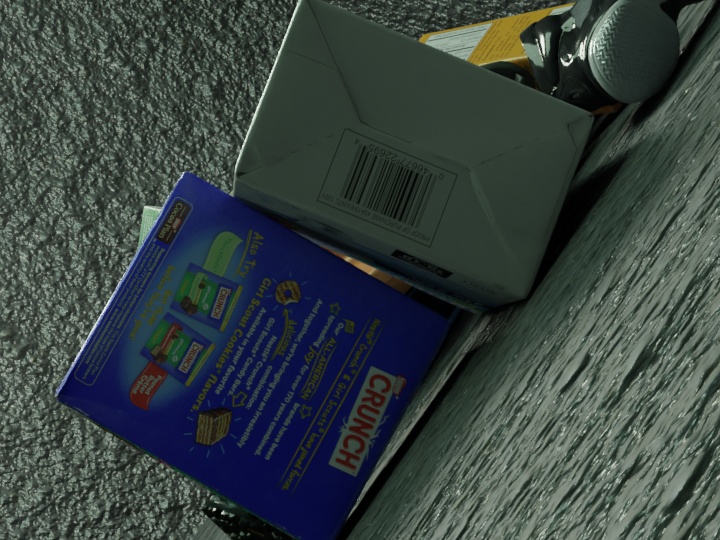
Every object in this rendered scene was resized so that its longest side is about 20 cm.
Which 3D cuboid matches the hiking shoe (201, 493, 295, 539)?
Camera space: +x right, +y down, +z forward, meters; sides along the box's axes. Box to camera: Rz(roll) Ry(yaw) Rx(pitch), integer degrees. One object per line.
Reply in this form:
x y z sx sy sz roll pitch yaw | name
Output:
-0.058 0.174 1.311 0.087 0.074 0.200 -48 9 -24 | hiking shoe

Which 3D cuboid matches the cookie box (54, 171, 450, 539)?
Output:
-0.068 0.062 1.100 0.172 0.199 0.075 -60 -2 -7 | cookie box

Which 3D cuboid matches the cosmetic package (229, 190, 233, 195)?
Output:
-0.034 -0.008 1.583 0.071 0.198 0.106 -55 -24 -62 | cosmetic package

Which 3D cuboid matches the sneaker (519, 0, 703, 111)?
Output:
0.172 -0.179 1.133 0.113 0.075 0.201 -20 32 49 | sneaker

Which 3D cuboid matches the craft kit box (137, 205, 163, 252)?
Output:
-0.145 0.053 1.399 0.197 0.048 0.202 12 95 62 | craft kit box

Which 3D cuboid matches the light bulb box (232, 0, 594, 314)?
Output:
0.025 -0.068 1.103 0.200 0.197 0.126 133 160 -84 | light bulb box

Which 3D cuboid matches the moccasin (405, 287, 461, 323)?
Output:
0.045 0.020 1.351 0.081 0.068 0.200 -54 2 21 | moccasin

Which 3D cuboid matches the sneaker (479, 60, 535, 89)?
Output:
0.052 -0.105 1.282 0.200 0.071 0.098 -34 17 31 | sneaker

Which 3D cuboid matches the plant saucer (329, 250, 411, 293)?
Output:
0.000 0.000 1.322 0.200 0.038 0.200 -37 14 11 | plant saucer

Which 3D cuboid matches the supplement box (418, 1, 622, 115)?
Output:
0.118 -0.152 1.292 0.199 0.067 0.069 -2 44 49 | supplement box
